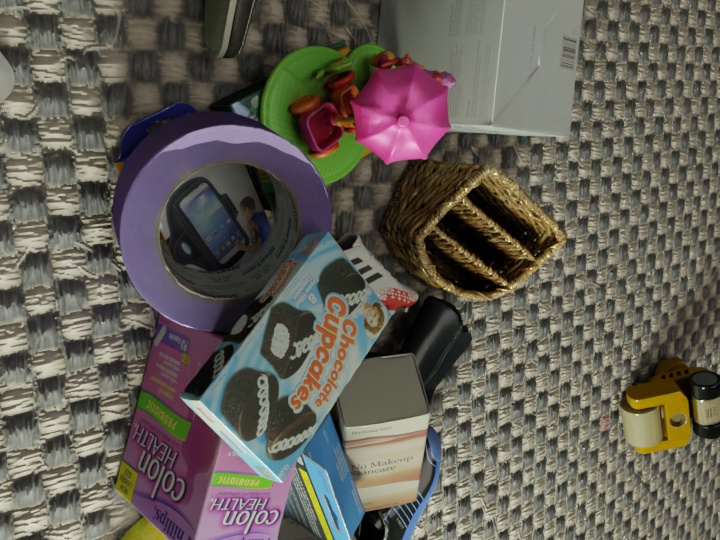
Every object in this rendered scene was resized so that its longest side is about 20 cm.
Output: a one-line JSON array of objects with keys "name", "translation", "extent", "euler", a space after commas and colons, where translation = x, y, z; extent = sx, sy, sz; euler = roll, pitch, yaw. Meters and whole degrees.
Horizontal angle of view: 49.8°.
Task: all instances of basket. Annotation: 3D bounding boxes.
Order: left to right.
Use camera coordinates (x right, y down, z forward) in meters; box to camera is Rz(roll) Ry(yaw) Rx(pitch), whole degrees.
[{"name": "basket", "translation": [0.144, -0.039, 1.011], "extent": [0.200, 0.149, 0.143], "euler": [35, 76, -39]}]

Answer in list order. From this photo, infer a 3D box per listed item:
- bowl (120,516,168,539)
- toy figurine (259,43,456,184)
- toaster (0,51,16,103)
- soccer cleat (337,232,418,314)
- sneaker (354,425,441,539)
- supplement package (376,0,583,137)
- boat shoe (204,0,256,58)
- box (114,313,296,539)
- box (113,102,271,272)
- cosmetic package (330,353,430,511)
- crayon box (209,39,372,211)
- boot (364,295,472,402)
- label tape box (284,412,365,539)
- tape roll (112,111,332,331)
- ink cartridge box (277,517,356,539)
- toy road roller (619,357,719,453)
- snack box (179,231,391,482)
[{"name": "bowl", "translation": [-0.174, 0.362, 0.853], "extent": [0.200, 0.108, 0.201], "euler": [-10, 105, -39]}, {"name": "toy figurine", "translation": [0.026, -0.170, 0.796], "extent": [0.200, 0.184, 0.150], "euler": [-39, 121, -28]}, {"name": "toaster", "translation": [-0.380, -0.152, 0.573], "extent": [0.200, 0.119, 0.181], "euler": [-53, 127, -19]}, {"name": "soccer cleat", "translation": [0.000, 0.000, 0.953], "extent": [0.200, 0.069, 0.085], "euler": [14, 94, -36]}, {"name": "sneaker", "translation": [0.046, 0.303, 1.049], "extent": [0.078, 0.070, 0.200], "euler": [21, 86, -47]}, {"name": "supplement package", "translation": [0.137, -0.262, 0.926], "extent": [0.147, 0.200, 0.192], "euler": [-1, 100, -40]}, {"name": "boat shoe", "translation": [-0.115, -0.312, 0.790], "extent": [0.060, 0.072, 0.202], "euler": [6, 92, -36]}, {"name": "box", "translation": [-0.149, 0.160, 0.788], "extent": [0.097, 0.176, 0.200], "euler": [14, 90, -41]}, {"name": "box", "translation": [-0.169, -0.071, 0.815], "extent": [0.119, 0.041, 0.200], "euler": [-36, 122, -28]}, {"name": "cosmetic package", "translation": [0.019, 0.198, 0.919], "extent": [0.103, 0.087, 0.200], "euler": [-8, 136, -8]}, {"name": "crayon box", "translation": [-0.057, -0.170, 0.881], "extent": [0.200, 0.052, 0.126], "euler": [-36, 120, -30]}, {"name": "boot", "translation": [0.054, 0.101, 1.010], "extent": [0.200, 0.076, 0.168], "euler": [42, 73, -39]}, {"name": "label tape box", "translation": [-0.055, 0.222, 0.862], "extent": [0.063, 0.200, 0.145], "euler": [-32, 118, -30]}, {"name": "tape roll", "translation": [-0.134, -0.048, 0.750], "extent": [0.200, 0.085, 0.200], "euler": [-8, 112, -19]}, {"name": "ink cartridge box", "translation": [-0.046, 0.411, 0.914], "extent": [0.200, 0.083, 0.147], "euler": [-82, 151, -57]}, {"name": "toy road roller", "translation": [0.582, 0.246, 1.470], "extent": [0.200, 0.146, 0.123], "euler": [-14, 113, 2]}, {"name": "snack box", "translation": [-0.060, 0.075, 0.707], "extent": [0.116, 0.037, 0.200], "euler": [52, 56, -28]}]
